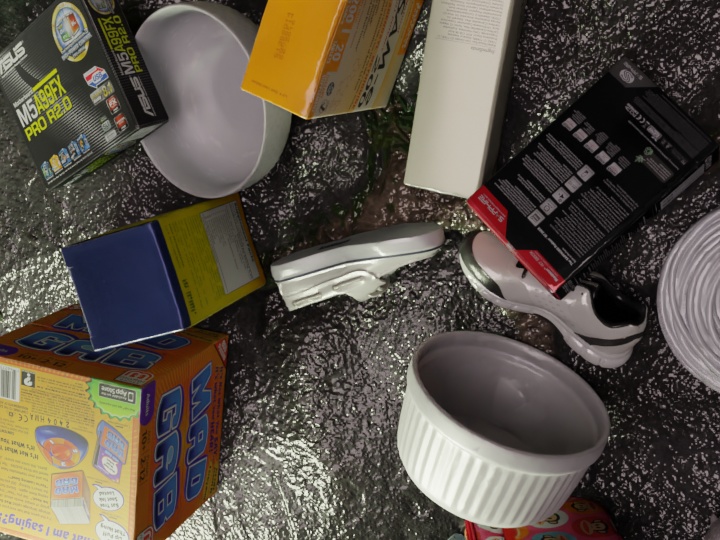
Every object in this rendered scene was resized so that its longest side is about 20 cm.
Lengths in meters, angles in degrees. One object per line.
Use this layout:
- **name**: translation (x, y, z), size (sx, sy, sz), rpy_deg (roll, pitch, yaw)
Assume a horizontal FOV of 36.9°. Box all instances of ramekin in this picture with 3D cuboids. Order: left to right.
- **ramekin**: translation (0.131, 0.157, 1.048), size (0.200, 0.200, 0.105), rpy_deg (24, 118, 12)

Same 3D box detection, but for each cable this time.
- **cable**: translation (0.379, 0.027, 0.999), size (0.200, 0.069, 0.200), rpy_deg (32, 109, 10)

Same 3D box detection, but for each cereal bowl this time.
- **cereal bowl**: translation (-0.144, -0.178, 1.106), size (0.200, 0.083, 0.201), rpy_deg (15, 115, 36)

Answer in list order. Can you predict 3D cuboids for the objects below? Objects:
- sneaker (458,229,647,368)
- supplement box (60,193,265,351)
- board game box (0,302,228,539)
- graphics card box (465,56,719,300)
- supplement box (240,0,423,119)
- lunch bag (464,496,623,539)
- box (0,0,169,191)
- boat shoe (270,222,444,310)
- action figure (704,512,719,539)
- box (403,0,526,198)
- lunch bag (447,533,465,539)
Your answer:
- **sneaker**: translation (0.190, 0.013, 1.045), size (0.200, 0.074, 0.080), rpy_deg (30, 148, 4)
- **supplement box**: translation (-0.197, -0.003, 1.114), size (0.109, 0.200, 0.109), rpy_deg (-14, 97, 21)
- **board game box**: translation (-0.282, 0.170, 1.183), size (0.199, 0.200, 0.200), rpy_deg (11, 105, 16)
- **graphics card box**: translation (0.213, -0.084, 0.995), size (0.200, 0.051, 0.126), rpy_deg (-43, 69, 6)
- **supplement box**: translation (-0.019, -0.217, 1.006), size (0.073, 0.200, 0.126), rpy_deg (26, 110, 15)
- **lunch bag**: translation (0.169, 0.293, 1.050), size (0.176, 0.200, 0.082), rpy_deg (-2, 103, 1)
- **box**: translation (-0.304, -0.192, 1.151), size (0.200, 0.044, 0.161), rpy_deg (-22, 93, 43)
- **boat shoe**: translation (0.000, 0.000, 1.120), size (0.200, 0.072, 0.066), rpy_deg (-14, 102, 22)
- **action figure**: translation (0.410, 0.304, 1.036), size (0.200, 0.105, 0.194), rpy_deg (-40, 97, 24)
- **box**: translation (0.102, -0.176, 1.046), size (0.082, 0.068, 0.201), rpy_deg (14, 107, 15)
- **lunch bag**: translation (0.138, 0.393, 1.108), size (0.200, 0.170, 0.127), rpy_deg (28, 108, 10)
